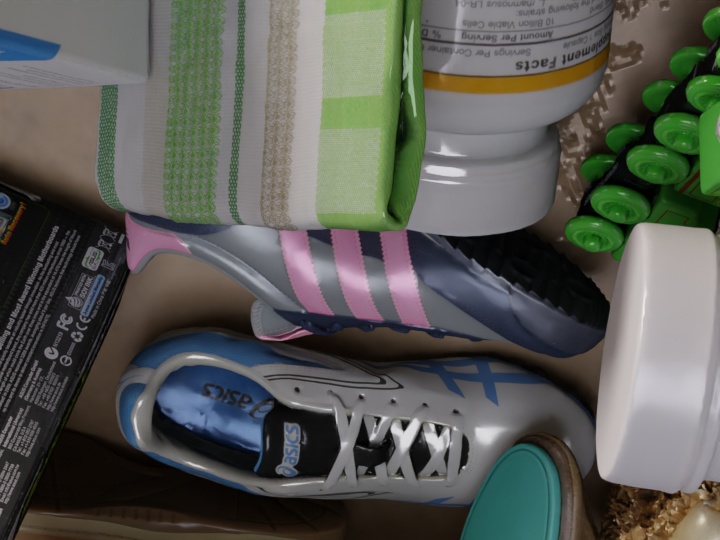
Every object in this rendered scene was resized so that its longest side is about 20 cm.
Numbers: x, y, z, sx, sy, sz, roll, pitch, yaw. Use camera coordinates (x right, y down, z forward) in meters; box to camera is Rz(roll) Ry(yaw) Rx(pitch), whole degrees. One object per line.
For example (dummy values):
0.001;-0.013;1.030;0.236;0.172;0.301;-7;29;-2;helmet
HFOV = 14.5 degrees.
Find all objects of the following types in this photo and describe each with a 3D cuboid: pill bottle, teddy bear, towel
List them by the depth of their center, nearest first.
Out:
0.186;0.042;0.971;0.200;0.120;0.120;8;116;-2;pill bottle
-0.035;-0.089;1.022;0.031;0.200;0.149;1;94;-35;towel
0.040;-0.119;1.045;0.113;0.113;0.200;7;115;6;pill bottle
0.146;0.109;1.095;0.067;0.200;0.145;-42;79;-2;teddy bear

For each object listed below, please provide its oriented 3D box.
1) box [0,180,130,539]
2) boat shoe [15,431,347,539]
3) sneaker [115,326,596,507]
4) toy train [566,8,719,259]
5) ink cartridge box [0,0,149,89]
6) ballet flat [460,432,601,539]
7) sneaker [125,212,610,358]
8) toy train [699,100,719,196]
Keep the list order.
-0.208;0.032;1.107;0.193;0.200;0.048;21;141;-1;box
-0.108;0.116;1.199;0.200;0.071;0.065;10;115;3;boat shoe
-0.002;0.068;1.162;0.200;0.072;0.072;7;114;4;sneaker
0.131;-0.049;1.044;0.056;0.042;0.200;20;155;-8;toy train
-0.197;-0.112;1.036;0.200;0.145;0.084;-1;86;24;ink cartridge box
0.069;0.161;1.154;0.072;0.068;0.200;7;102;-34;ballet flat
0.000;0.000;1.131;0.200;0.070;0.082;26;110;6;sneaker
0.209;-0.036;0.971;0.200;0.056;0.042;5;75;-16;toy train
